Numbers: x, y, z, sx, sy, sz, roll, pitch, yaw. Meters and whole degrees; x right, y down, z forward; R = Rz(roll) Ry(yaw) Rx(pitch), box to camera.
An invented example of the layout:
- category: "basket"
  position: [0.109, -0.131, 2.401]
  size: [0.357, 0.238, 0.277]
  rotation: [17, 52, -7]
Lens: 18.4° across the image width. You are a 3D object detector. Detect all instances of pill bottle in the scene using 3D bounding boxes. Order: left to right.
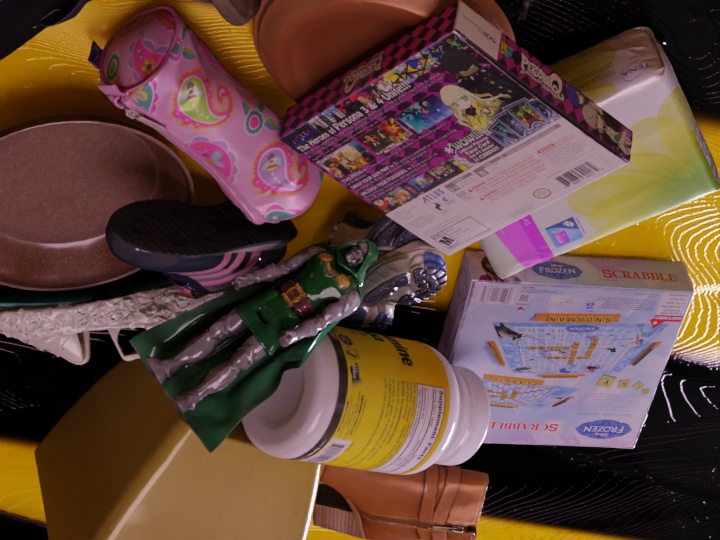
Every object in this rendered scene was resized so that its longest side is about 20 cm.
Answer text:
- category: "pill bottle"
  position: [0.008, 0.108, 1.824]
  size: [0.199, 0.113, 0.112]
  rotation: [12, 131, -41]

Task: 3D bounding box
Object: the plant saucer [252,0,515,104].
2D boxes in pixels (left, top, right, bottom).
- category: "plant saucer"
  position: [0.015, -0.159, 1.644]
  size: [0.199, 0.038, 0.200]
  rotation: [8, 146, 6]

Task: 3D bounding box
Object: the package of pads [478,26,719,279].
- category: "package of pads"
  position: [0.168, -0.094, 1.761]
  size: [0.199, 0.068, 0.155]
  rotation: [-23, 134, 11]

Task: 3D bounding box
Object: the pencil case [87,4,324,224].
- category: "pencil case"
  position: [-0.113, -0.114, 1.675]
  size: [0.087, 0.088, 0.200]
  rotation: [-32, 133, 19]

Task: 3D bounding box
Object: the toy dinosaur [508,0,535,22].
- category: "toy dinosaur"
  position: [0.091, -0.218, 1.647]
  size: [0.199, 0.048, 0.088]
  rotation: [-15, 127, -1]

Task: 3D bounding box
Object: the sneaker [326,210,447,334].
- category: "sneaker"
  position: [0.000, 0.000, 1.820]
  size: [0.077, 0.086, 0.200]
  rotation: [9, 155, -37]

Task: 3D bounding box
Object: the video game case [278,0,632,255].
- category: "video game case"
  position: [0.069, -0.100, 1.646]
  size: [0.181, 0.036, 0.200]
  rotation: [33, 141, -27]

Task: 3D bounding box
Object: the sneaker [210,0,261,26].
- category: "sneaker"
  position: [-0.091, -0.257, 1.555]
  size: [0.075, 0.071, 0.200]
  rotation: [-18, 134, 5]

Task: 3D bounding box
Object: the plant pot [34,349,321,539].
- category: "plant pot"
  position: [-0.141, 0.171, 1.881]
  size: [0.199, 0.200, 0.177]
  rotation: [19, 117, -26]

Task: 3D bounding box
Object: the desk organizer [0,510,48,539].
- category: "desk organizer"
  position: [-0.267, 0.291, 2.044]
  size: [0.199, 0.072, 0.077]
  rotation: [20, 124, -27]

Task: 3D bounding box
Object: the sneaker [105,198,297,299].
- category: "sneaker"
  position: [-0.132, -0.008, 1.726]
  size: [0.200, 0.070, 0.082]
  rotation: [-2, 134, -52]

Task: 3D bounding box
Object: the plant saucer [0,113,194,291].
- category: "plant saucer"
  position: [-0.230, -0.059, 1.727]
  size: [0.199, 0.037, 0.201]
  rotation: [-8, 142, -6]

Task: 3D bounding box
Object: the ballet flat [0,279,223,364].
- category: "ballet flat"
  position: [-0.208, 0.044, 1.810]
  size: [0.199, 0.072, 0.072]
  rotation: [-7, 134, -4]

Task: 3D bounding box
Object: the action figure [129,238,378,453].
- category: "action figure"
  position: [-0.069, 0.036, 1.722]
  size: [0.200, 0.118, 0.055]
  rotation: [-35, 160, -9]

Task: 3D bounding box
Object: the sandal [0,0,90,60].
- category: "sandal"
  position: [-0.224, -0.204, 1.599]
  size: [0.200, 0.043, 0.076]
  rotation: [-37, 129, 23]

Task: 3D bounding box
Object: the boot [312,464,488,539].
- category: "boot"
  position: [0.036, 0.183, 1.968]
  size: [0.155, 0.077, 0.200]
  rotation: [8, 139, 5]

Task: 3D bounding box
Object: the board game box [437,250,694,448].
- category: "board game box"
  position: [0.167, 0.072, 1.936]
  size: [0.199, 0.041, 0.200]
  rotation: [4, 132, -13]
